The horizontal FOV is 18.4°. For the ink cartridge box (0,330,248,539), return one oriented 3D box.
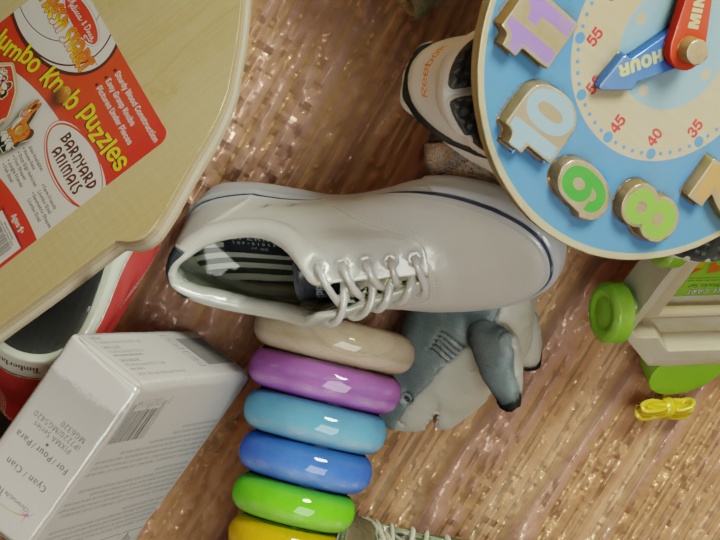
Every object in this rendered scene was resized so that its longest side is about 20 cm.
[{"bbox_3d":[-0.139,0.112,1.067,0.045,0.200,0.177,35,95,10],"label":"ink cartridge box"}]

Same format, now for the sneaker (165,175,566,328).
[{"bbox_3d":[0.000,0.000,1.083,0.198,0.071,0.073,0,124,21],"label":"sneaker"}]

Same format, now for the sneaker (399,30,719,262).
[{"bbox_3d":[0.106,-0.064,1.049,0.199,0.080,0.074,26,85,-29],"label":"sneaker"}]

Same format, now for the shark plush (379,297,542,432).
[{"bbox_3d":[0.049,-0.009,1.156,0.083,0.091,0.202,4,116,12],"label":"shark plush"}]

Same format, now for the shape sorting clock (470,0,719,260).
[{"bbox_3d":[0.139,-0.100,0.981,0.198,0.039,0.202,-8,111,-21],"label":"shape sorting clock"}]

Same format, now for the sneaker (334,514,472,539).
[{"bbox_3d":[0.007,0.168,1.200,0.199,0.067,0.090,-16,118,-9],"label":"sneaker"}]

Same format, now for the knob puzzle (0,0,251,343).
[{"bbox_3d":[-0.126,-0.075,1.010,0.220,0.220,0.030,-43,141,1],"label":"knob puzzle"}]

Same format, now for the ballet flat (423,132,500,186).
[{"bbox_3d":[0.129,-0.066,1.116,0.198,0.068,0.068,-17,96,-6],"label":"ballet flat"}]

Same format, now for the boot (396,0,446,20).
[{"bbox_3d":[0.051,-0.224,1.057,0.154,0.072,0.201,-30,135,-3],"label":"boot"}]

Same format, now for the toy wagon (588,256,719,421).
[{"bbox_3d":[0.197,0.012,1.186,0.154,0.040,0.200,-1,145,-26],"label":"toy wagon"}]

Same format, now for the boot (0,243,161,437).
[{"bbox_3d":[-0.129,-0.014,1.096,0.072,0.144,0.201,25,64,3],"label":"boot"}]

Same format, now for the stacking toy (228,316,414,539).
[{"bbox_3d":[-0.032,0.123,1.135,0.085,0.085,0.202,13,88,-22],"label":"stacking toy"}]
